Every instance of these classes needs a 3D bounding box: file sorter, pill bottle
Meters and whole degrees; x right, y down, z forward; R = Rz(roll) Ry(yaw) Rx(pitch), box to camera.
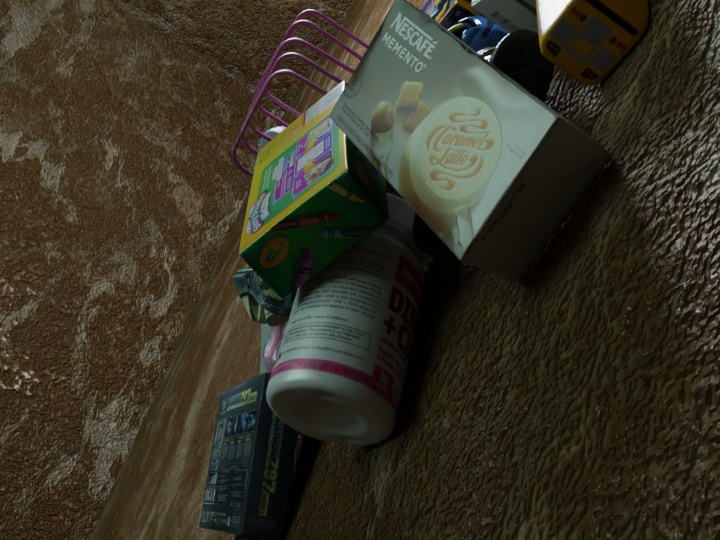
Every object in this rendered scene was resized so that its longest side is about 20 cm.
[{"bbox_3d":[-0.057,-0.190,0.922,0.140,0.124,0.202,-52,17,32],"label":"file sorter"},{"bbox_3d":[-0.005,0.037,0.708,0.113,0.111,0.204,-41,29,53],"label":"pill bottle"}]

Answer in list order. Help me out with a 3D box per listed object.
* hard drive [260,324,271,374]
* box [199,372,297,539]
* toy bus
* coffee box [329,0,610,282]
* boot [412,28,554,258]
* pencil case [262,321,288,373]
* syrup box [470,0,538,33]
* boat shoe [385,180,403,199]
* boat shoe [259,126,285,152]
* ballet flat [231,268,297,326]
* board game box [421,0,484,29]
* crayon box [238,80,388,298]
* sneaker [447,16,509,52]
[{"bbox_3d":[-0.108,0.073,1.019,0.132,0.026,0.206,147,125,-75],"label":"hard drive"},{"bbox_3d":[-0.123,0.206,0.885,0.199,0.050,0.162,148,131,-62],"label":"box"},{"bbox_3d":[0.190,-0.243,0.674,0.079,0.064,0.202,-52,18,38],"label":"toy bus"},{"bbox_3d":[0.073,-0.103,0.606,0.115,0.079,0.201,-54,47,19],"label":"coffee box"},{"bbox_3d":[0.102,-0.119,0.736,0.151,0.072,0.204,-93,24,-75],"label":"boot"},{"bbox_3d":[-0.037,0.055,0.869,0.200,0.086,0.089,-47,19,50],"label":"pencil case"},{"bbox_3d":[0.198,-0.335,0.791,0.203,0.078,0.081,-62,14,-2],"label":"syrup box"},{"bbox_3d":[0.001,-0.059,0.810,0.197,0.074,0.075,-28,16,9],"label":"boat shoe"},{"bbox_3d":[-0.042,-0.112,1.028,0.073,0.201,0.065,-42,-3,37],"label":"boat shoe"},{"bbox_3d":[-0.101,0.026,0.869,0.076,0.073,0.200,-63,10,-10],"label":"ballet flat"},{"bbox_3d":[0.119,-0.349,1.148,0.200,0.056,0.168,-44,23,51],"label":"board game box"},{"bbox_3d":[-0.041,-0.080,0.722,0.118,0.058,0.202,-35,28,19],"label":"crayon box"},{"bbox_3d":[0.127,-0.261,0.911,0.067,0.077,0.201,-58,13,17],"label":"sneaker"}]
